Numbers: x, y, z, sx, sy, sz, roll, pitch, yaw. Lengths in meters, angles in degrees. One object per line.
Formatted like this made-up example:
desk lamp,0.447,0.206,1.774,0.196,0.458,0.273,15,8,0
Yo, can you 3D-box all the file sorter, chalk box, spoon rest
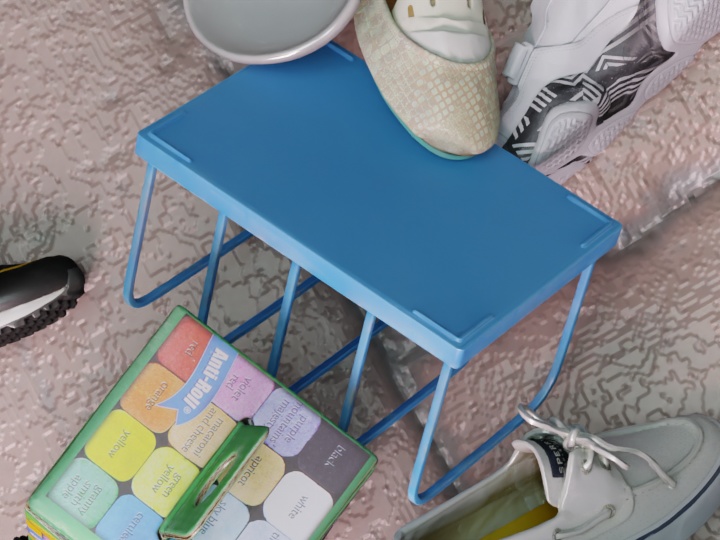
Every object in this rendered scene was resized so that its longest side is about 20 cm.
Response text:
file sorter,0.000,0.000,1.419,0.199,0.139,0.123,33,134,22
chalk box,-0.079,0.108,1.374,0.124,0.200,0.125,37,76,3
spoon rest,-0.042,-0.190,1.456,0.099,0.061,0.201,-10,55,17

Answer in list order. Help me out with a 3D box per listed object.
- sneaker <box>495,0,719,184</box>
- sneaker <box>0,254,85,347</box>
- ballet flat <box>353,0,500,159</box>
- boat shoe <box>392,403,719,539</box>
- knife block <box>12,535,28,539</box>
sneaker,0.102,-0.128,1.463,0.200,0.075,0.115,-44,72,11
sneaker,-0.248,0.010,1.532,0.199,0.070,0.091,-19,87,13
ballet flat,0.027,-0.144,1.437,0.067,0.063,0.201,0,47,-24
boat shoe,0.097,0.104,1.406,0.201,0.075,0.087,-25,124,-20
knife block,-0.102,0.199,1.495,0.199,0.064,0.176,35,96,12
